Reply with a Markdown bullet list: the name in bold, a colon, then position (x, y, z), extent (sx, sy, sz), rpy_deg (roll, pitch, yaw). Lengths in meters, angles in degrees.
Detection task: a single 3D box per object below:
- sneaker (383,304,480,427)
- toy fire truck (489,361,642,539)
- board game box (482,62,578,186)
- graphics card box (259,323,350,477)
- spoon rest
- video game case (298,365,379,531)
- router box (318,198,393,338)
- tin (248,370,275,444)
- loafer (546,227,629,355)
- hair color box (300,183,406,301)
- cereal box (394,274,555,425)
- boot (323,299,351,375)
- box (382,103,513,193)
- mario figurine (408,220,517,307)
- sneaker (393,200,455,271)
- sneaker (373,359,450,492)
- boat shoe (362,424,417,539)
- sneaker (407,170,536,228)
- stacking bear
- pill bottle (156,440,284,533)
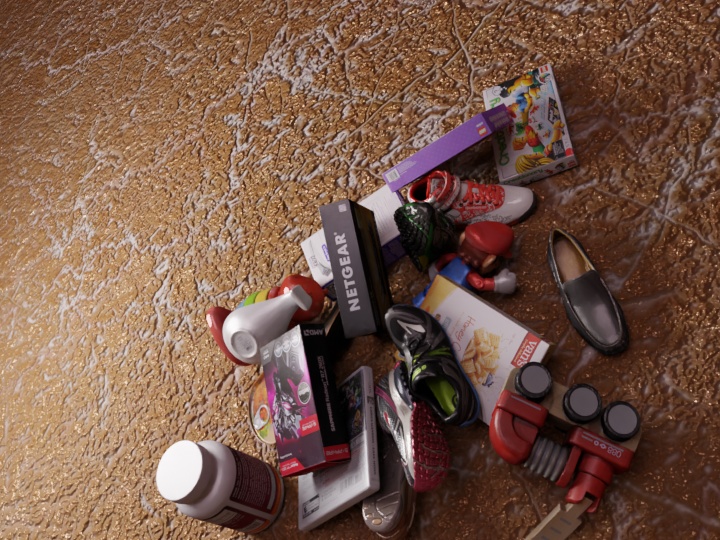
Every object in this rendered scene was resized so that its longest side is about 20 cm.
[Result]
- **sneaker**: position (0.096, 0.129, 1.037), extent (0.071, 0.082, 0.201), rpy_deg (-40, 68, 21)
- **toy fire truck**: position (0.235, 0.247, 0.936), extent (0.174, 0.129, 0.202), rpy_deg (23, 71, 12)
- **board game box**: position (0.281, -0.242, 1.241), extent (0.125, 0.035, 0.203), rpy_deg (-19, 56, 23)
- **graphics card box**: position (-0.085, 0.192, 1.091), extent (0.125, 0.050, 0.203), rpy_deg (-31, 64, 48)
- **spoon rest**: position (-0.146, 0.083, 1.184), extent (0.199, 0.100, 0.061), rpy_deg (-36, 8, 33)
- **video game case**: position (-0.037, 0.266, 1.101), extent (0.200, 0.023, 0.184), rpy_deg (-44, 38, 42)
- **router box**: position (0.000, 0.000, 1.155), extent (0.051, 0.157, 0.203), rpy_deg (-13, 85, 14)
- **tin**: position (-0.117, 0.198, 1.193), extent (0.201, 0.041, 0.113), rpy_deg (-51, 49, 32)
- **loafer**: position (0.313, 0.027, 1.050), extent (0.072, 0.072, 0.202), rpy_deg (-31, 53, 12)
- **hair color box**: position (0.002, -0.049, 1.289), extent (0.198, 0.065, 0.110), rpy_deg (-32, 53, 11)
- **cereal box**: position (0.161, 0.117, 1.071), extent (0.199, 0.039, 0.145), rpy_deg (33, 101, 29)
- **boot**: position (-0.073, 0.112, 1.238), extent (0.096, 0.075, 0.203), rpy_deg (17, 79, 36)
- **box**: position (0.145, -0.202, 1.220), extent (0.198, 0.137, 0.039), rpy_deg (-28, 94, 32)
- **mario figurine**: position (0.172, 0.013, 1.161), extent (0.123, 0.106, 0.201), rpy_deg (41, 101, 4)
- **sneaker**: position (0.104, -0.068, 1.156), extent (0.085, 0.200, 0.078), rpy_deg (-36, 77, -3)
- **sneaker**: position (0.067, 0.221, 1.025), extent (0.075, 0.080, 0.201), rpy_deg (-42, 32, 21)
- **boat shoe**: position (0.052, 0.293, 1.066), extent (0.075, 0.072, 0.202), rpy_deg (-11, 41, 30)
- **sneaker**: position (0.174, -0.116, 1.191), extent (0.199, 0.108, 0.068), rpy_deg (-5, 62, 29)
- **stacking bear**: position (-0.145, 0.073, 1.258), extent (0.199, 0.121, 0.115), rpy_deg (-31, 73, 29)
- **pill bottle**: position (-0.211, 0.326, 1.126), extent (0.111, 0.200, 0.115), rpy_deg (-14, 57, 23)
